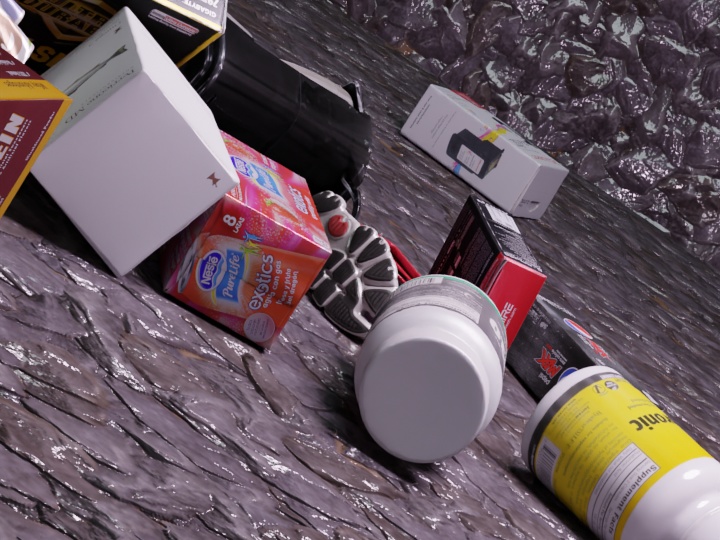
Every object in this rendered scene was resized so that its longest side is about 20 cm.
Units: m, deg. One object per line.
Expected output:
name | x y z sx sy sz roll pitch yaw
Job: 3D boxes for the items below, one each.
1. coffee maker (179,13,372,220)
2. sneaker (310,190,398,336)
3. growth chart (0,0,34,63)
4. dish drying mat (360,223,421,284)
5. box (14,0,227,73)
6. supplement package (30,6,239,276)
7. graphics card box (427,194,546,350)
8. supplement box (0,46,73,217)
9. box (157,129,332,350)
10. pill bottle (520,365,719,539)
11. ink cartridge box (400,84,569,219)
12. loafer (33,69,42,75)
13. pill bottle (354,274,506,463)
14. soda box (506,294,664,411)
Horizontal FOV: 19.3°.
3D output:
coffee maker | -0.092 -0.147 2.042 0.199 0.135 0.192 28 15 -32
sneaker | 0.000 0.000 1.877 0.083 0.081 0.200 45 9 -33
growth chart | -0.297 -0.174 1.580 0.145 0.018 0.201 39 46 -41
dish drying mat | 0.029 -0.006 1.999 0.077 0.018 0.200 48 -2 -11
box | -0.233 -0.218 1.733 0.199 0.159 0.050 24 58 -31
supplement package | -0.181 -0.103 1.621 0.118 0.117 0.200 51 4 -22
graphics card box | 0.106 0.019 1.945 0.051 0.126 0.200 23 14 -14
supplement box | -0.320 -0.105 1.298 0.199 0.133 0.197 36 12 8
box | -0.097 -0.030 1.678 0.099 0.096 0.200 29 13 -16
pill bottle | 0.229 0.175 1.699 0.111 0.112 0.200 19 20 -49
ink cartridge box | 0.174 -0.163 2.930 0.200 0.083 0.146 37 12 18
loafer | -0.221 -0.141 1.864 0.199 0.070 0.070 24 19 -10
pill bottle | 0.054 0.075 1.625 0.113 0.114 0.200 33 13 -1
soda box | 0.204 0.101 2.013 0.063 0.071 0.200 25 15 -31
